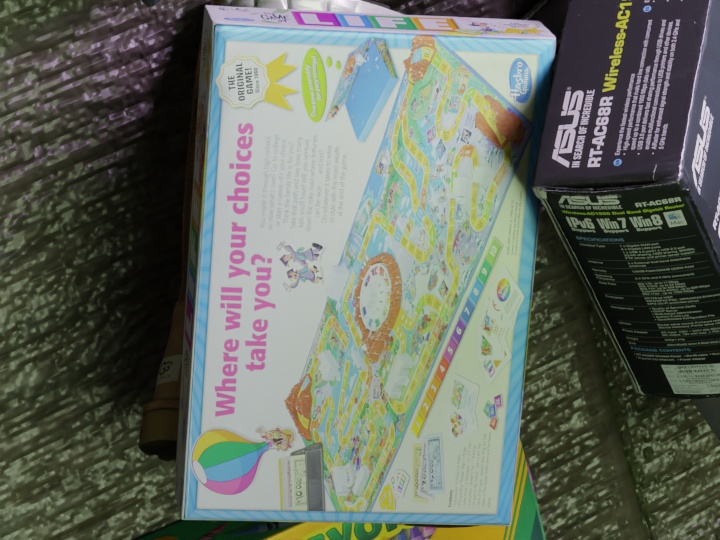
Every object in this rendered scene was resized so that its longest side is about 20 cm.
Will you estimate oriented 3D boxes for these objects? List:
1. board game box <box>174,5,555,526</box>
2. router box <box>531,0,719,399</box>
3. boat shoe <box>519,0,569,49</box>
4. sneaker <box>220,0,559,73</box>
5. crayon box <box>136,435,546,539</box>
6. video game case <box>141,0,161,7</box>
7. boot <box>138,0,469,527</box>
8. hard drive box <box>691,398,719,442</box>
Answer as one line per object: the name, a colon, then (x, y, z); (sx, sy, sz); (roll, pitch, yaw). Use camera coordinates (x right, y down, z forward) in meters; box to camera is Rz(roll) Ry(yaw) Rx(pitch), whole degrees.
board game box: (0.000, 0.000, 1.176); (0.134, 0.034, 0.201); (2, 106, -9)
router box: (0.133, -0.072, 1.206); (0.150, 0.062, 0.201); (57, 37, -50)
boat shoe: (0.125, -0.138, 1.348); (0.202, 0.072, 0.060); (-36, 115, -26)
sneaker: (0.027, -0.056, 1.234); (0.199, 0.078, 0.089); (11, 87, -27)
crayon box: (-0.012, 0.152, 1.330); (0.200, 0.058, 0.119); (-22, 109, -25)
video game case: (-0.057, -0.213, 1.203); (0.200, 0.019, 0.143); (-40, 78, -20)
boot: (-0.001, -0.004, 1.271); (0.175, 0.066, 0.201); (19, 73, -28)
hard drive box: (0.217, -0.029, 1.368); (0.200, 0.077, 0.156); (-34, 91, -10)
